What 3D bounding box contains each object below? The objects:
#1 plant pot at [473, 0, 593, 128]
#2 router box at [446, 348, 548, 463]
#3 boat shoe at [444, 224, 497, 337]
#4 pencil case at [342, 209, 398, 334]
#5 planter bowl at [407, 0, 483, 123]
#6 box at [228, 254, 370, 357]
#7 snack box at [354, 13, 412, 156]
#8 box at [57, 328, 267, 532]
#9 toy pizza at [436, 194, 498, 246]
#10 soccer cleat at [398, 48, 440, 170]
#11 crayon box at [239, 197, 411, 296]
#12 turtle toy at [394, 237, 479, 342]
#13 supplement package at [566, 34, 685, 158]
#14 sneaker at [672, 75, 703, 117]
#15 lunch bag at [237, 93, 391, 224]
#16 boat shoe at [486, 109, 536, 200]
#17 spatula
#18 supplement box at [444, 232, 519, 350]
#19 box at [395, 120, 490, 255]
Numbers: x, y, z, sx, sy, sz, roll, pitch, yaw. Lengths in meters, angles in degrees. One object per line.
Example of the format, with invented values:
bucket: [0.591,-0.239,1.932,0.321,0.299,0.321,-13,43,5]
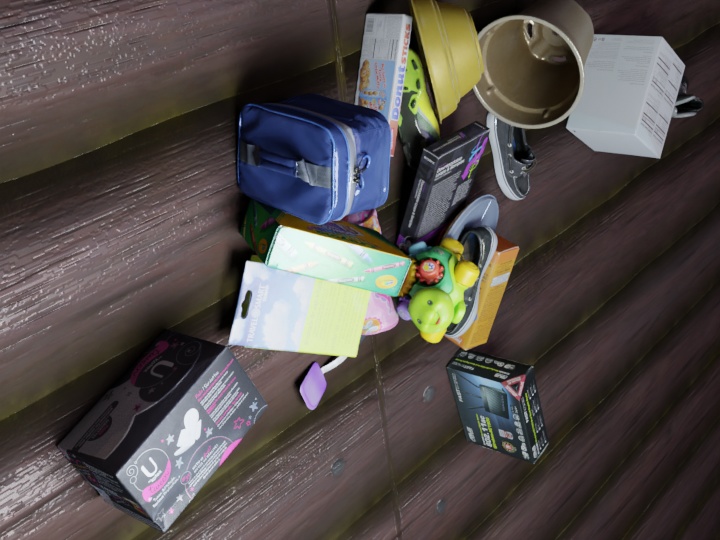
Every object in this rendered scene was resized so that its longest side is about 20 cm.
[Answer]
plant pot: [0.310,-0.374,1.613,0.184,0.200,0.201,-51,136,-43]
router box: [0.252,0.247,1.735,0.062,0.150,0.200,-44,130,-34]
boat shoe: [0.167,0.019,1.570,0.057,0.069,0.201,-5,116,-56]
pencil case: [0.000,0.000,1.412,0.087,0.087,0.201,-38,128,-38]
planter bowl: [0.131,-0.323,1.387,0.200,0.083,0.201,-14,90,-85]
box: [-0.086,0.050,1.303,0.199,0.048,0.122,8,99,-31]
snack box: [0.028,-0.270,1.374,0.024,0.072,0.201,-1,102,-51]
box: [-0.236,0.184,1.138,0.200,0.132,0.115,-49,131,-30]
toy pizza: [0.171,-0.043,1.617,0.200,0.032,0.201,-44,152,-31]
soccer cleat: [0.083,-0.252,1.469,0.084,0.064,0.201,-61,142,-55]
crayon box: [-0.047,-0.031,1.256,0.199,0.119,0.058,14,105,-29]
turtle toy: [0.105,0.032,1.455,0.101,0.200,0.146,19,112,-23]
supplement package: [0.534,-0.350,1.904,0.150,0.151,0.201,20,85,-52]
sneaker: [0.741,-0.390,2.173,0.200,0.115,0.075,-38,128,-38]
lunch bag: [-0.061,-0.140,1.202,0.132,0.200,0.136,-21,121,-43]
boat shoe: [0.284,-0.209,1.709,0.070,0.066,0.200,-45,131,-33]
spatula: [-0.031,0.133,1.460,0.200,0.021,0.057,-46,131,-33]
supplement box: [0.205,0.036,1.641,0.069,0.066,0.201,-19,132,-46]
box: [0.129,-0.129,1.508,0.143,0.036,0.200,-32,150,-42]
